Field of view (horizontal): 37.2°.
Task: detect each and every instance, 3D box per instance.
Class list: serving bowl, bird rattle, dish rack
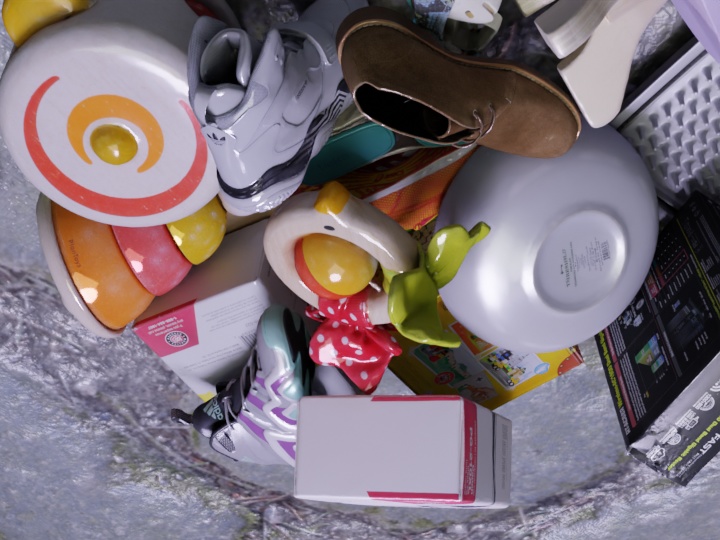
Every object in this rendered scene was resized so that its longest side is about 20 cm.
[{"bbox_3d":[0.159,-0.019,0.847,0.196,0.066,0.204,-9,115,-19],"label":"serving bowl"},{"bbox_3d":[0.000,0.000,0.809,0.162,0.114,0.199,40,154,-18],"label":"bird rattle"},{"bbox_3d":[0.302,-0.109,0.888,0.198,0.044,0.171,29,129,-23],"label":"dish rack"}]

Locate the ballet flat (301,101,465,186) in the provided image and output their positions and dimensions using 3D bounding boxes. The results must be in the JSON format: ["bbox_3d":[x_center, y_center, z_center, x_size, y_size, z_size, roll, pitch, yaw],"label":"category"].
[{"bbox_3d":[0.029,-0.124,0.814,0.196,0.070,0.070,-14,132,10],"label":"ballet flat"}]

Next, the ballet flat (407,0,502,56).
[{"bbox_3d":[0.069,-0.191,0.742,0.073,0.076,0.200,-2,177,4],"label":"ballet flat"}]

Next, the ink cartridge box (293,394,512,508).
[{"bbox_3d":[0.044,0.161,0.928,0.142,0.086,0.200,-2,166,19],"label":"ink cartridge box"}]

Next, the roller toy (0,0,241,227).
[{"bbox_3d":[-0.177,-0.134,0.815,0.179,0.141,0.202,9,133,-8],"label":"roller toy"}]

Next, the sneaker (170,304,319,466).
[{"bbox_3d":[-0.105,0.114,0.946,0.137,0.079,0.202,-4,133,7],"label":"sneaker"}]

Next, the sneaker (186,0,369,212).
[{"bbox_3d":[-0.053,-0.150,0.753,0.074,0.202,0.116,14,153,26],"label":"sneaker"}]

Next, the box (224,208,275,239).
[{"bbox_3d":[-0.039,-0.014,1.008,0.161,0.022,0.201,-20,130,20],"label":"box"}]

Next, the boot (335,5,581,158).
[{"bbox_3d":[0.072,-0.106,0.733,0.197,0.076,0.074,16,134,-26],"label":"boot"}]

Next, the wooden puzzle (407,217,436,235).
[{"bbox_3d":[0.015,-0.081,0.906,0.182,0.038,0.202,-17,131,1],"label":"wooden puzzle"}]

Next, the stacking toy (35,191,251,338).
[{"bbox_3d":[-0.165,-0.040,0.925,0.197,0.147,0.147,-20,131,5],"label":"stacking toy"}]

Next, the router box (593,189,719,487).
[{"bbox_3d":[0.262,0.048,0.849,0.062,0.201,0.151,30,116,-13],"label":"router box"}]

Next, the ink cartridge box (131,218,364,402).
[{"bbox_3d":[-0.095,0.067,1.014,0.143,0.084,0.201,-20,129,23],"label":"ink cartridge box"}]

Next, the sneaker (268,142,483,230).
[{"bbox_3d":[0.019,-0.054,0.860,0.197,0.074,0.078,-21,132,5],"label":"sneaker"}]

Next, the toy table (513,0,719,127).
[{"bbox_3d":[0.164,-0.201,0.723,0.116,0.184,0.202,-32,99,13],"label":"toy table"}]

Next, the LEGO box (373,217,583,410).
[{"bbox_3d":[0.097,0.046,0.984,0.147,0.078,0.200,-29,137,14],"label":"LEGO box"}]
